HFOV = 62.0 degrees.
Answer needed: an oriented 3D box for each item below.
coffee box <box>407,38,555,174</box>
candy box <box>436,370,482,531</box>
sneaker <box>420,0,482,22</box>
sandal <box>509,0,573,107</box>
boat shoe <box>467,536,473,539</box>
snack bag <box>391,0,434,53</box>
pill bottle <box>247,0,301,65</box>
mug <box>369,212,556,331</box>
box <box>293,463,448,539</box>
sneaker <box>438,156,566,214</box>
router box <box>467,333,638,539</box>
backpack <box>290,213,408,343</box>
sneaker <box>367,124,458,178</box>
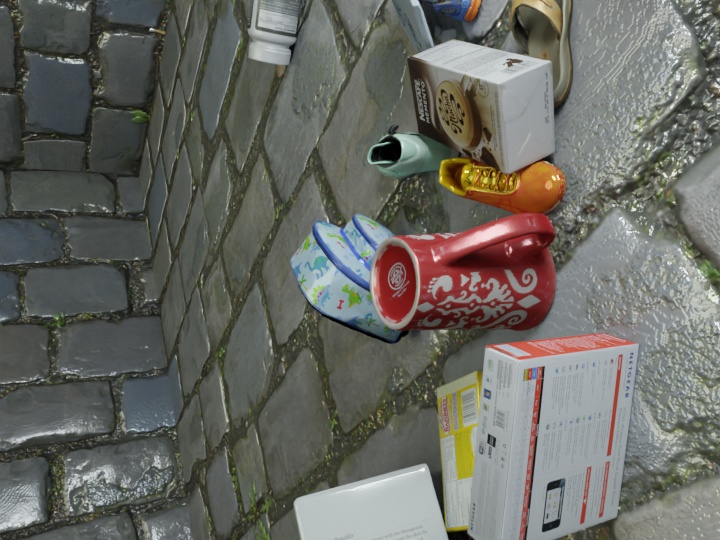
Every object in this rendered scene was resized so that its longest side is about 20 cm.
[{"bbox_3d":[0.148,-0.214,0.761,0.200,0.079,0.114,44,154,53],"label":"coffee box"},{"bbox_3d":[0.148,0.250,0.831,0.102,0.026,0.202,136,139,-55],"label":"candy box"},{"bbox_3d":[0.101,-0.431,0.876,0.200,0.078,0.076,55,135,44],"label":"sneaker"},{"bbox_3d":[0.209,-0.294,0.716,0.080,0.054,0.202,-7,86,61],"label":"sandal"},{"bbox_3d":[0.165,0.396,0.809,0.074,0.066,0.201,41,125,54],"label":"boat shoe"},{"bbox_3d":[0.073,-0.376,0.871,0.189,0.021,0.201,51,-165,-57],"label":"snack bag"},{"bbox_3d":[-0.194,-0.577,1.352,0.114,0.113,0.202,42,127,52],"label":"pill bottle"},{"bbox_3d":[0.126,-0.007,0.729,0.133,0.198,0.179,47,131,50],"label":"mug"},{"bbox_3d":[0.019,0.404,0.878,0.200,0.197,0.173,93,162,-65],"label":"box"},{"bbox_3d":[0.174,-0.108,0.765,0.199,0.076,0.074,17,104,57],"label":"sneaker"},{"bbox_3d":[0.202,0.174,0.623,0.049,0.178,0.202,17,105,58],"label":"router box"},{"bbox_3d":[0.000,0.000,0.950,0.147,0.199,0.183,-54,41,18],"label":"backpack"},{"bbox_3d":[0.048,-0.186,0.939,0.200,0.117,0.075,7,99,61],"label":"sneaker"}]
